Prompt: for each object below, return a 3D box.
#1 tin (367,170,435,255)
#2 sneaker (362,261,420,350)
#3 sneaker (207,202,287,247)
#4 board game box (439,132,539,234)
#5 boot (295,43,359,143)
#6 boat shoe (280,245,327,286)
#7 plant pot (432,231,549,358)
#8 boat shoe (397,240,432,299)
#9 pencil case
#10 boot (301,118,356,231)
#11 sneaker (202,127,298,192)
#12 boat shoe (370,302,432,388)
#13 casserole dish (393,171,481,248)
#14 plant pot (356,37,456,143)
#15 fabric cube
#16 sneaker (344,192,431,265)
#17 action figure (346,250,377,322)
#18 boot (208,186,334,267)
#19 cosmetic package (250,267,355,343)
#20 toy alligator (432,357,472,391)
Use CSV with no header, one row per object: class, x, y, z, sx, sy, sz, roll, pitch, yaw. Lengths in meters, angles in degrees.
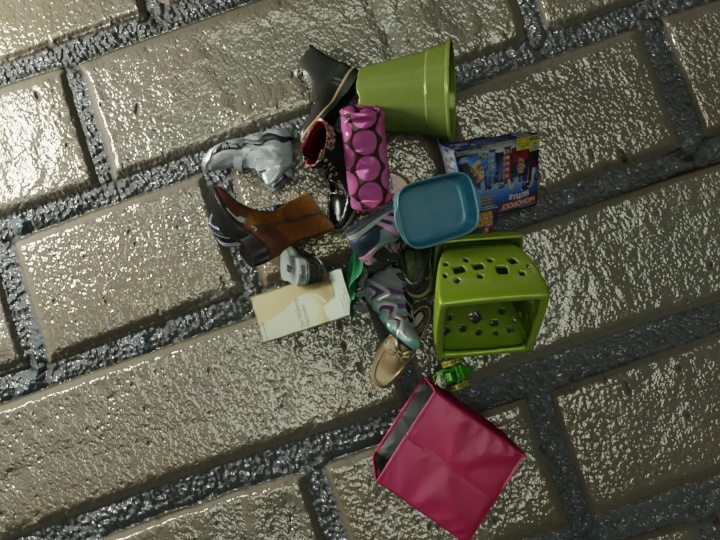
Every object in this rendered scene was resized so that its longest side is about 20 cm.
tin,0.084,-0.114,1.186,0.111,0.042,0.201,-32,86,-4
sneaker,0.092,0.053,1.120,0.140,0.078,0.200,-40,54,-1
sneaker,-0.215,-0.108,1.152,0.198,0.109,0.071,-16,70,1
board game box,0.264,-0.169,1.147,0.198,0.062,0.202,-13,117,-17
boot,-0.104,-0.373,1.194,0.138,0.078,0.201,33,75,7
boat shoe,-0.117,-0.007,1.118,0.063,0.200,0.071,1,103,-20
plant pot,0.233,0.039,1.082,0.198,0.200,0.183,-4,52,2
boat shoe,0.107,-0.046,1.099,0.071,0.066,0.203,-7,62,8
pencil case,0.016,-0.223,1.099,0.093,0.091,0.202,0,113,22
boot,-0.060,-0.193,1.132,0.073,0.150,0.202,11,84,32
sneaker,-0.228,-0.219,1.180,0.198,0.075,0.116,-18,84,-3
boat shoe,0.083,0.153,1.156,0.071,0.065,0.201,30,88,3
casserole dish,0.139,-0.113,1.048,0.199,0.039,0.122,-18,99,-27
plant pot,0.094,-0.357,1.138,0.188,0.200,0.202,1,87,13
fabric cube,0.159,0.353,1.079,0.199,0.196,0.201,34,87,1
sneaker,0.065,-0.084,1.073,0.199,0.070,0.083,-30,105,-18
action figure,0.000,0.000,1.118,0.054,0.201,0.119,10,126,-7
boot,-0.175,-0.119,1.099,0.199,0.069,0.188,-31,68,-33
cosmetic package,-0.117,0.072,1.163,0.198,0.071,0.106,-19,87,0
toy alligator,0.168,0.210,1.101,0.054,0.199,0.060,-22,79,26
